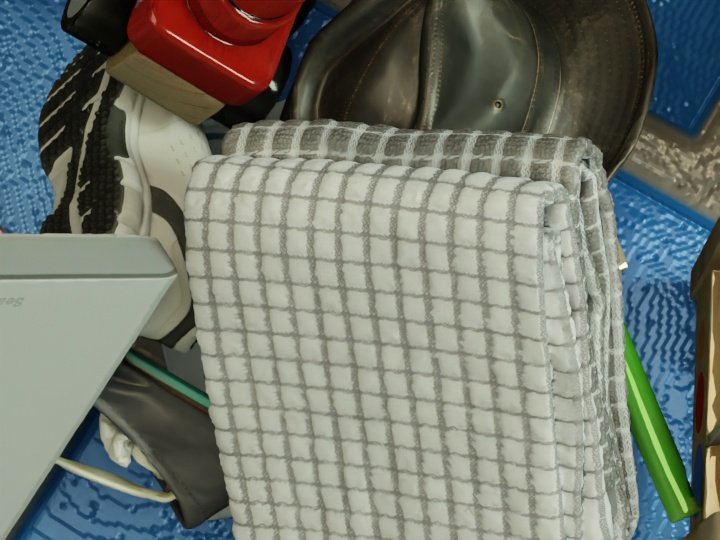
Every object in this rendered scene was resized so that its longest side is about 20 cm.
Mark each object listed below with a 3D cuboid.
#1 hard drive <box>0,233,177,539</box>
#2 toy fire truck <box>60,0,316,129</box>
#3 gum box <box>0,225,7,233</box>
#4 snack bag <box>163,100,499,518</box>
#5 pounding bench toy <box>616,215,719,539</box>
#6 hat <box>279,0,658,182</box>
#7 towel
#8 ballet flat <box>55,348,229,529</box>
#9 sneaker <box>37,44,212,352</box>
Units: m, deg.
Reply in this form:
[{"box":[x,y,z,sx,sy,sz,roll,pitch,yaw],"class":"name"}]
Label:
[{"box":[-0.173,0.064,0.965,0.200,0.131,0.026,-54,54,32],"class":"hard drive"},{"box":[-0.036,-0.176,0.991,0.128,0.200,0.177,31,62,-21],"class":"toy fire truck"},{"box":[-0.233,-0.008,1.120,0.113,0.066,0.200,-42,77,-5],"class":"gum box"},{"box":[0.000,0.000,1.109,0.199,0.021,0.189,-16,77,3],"class":"snack bag"},{"box":[0.170,0.065,1.021,0.199,0.124,0.157,4,78,1],"class":"pounding bench toy"},{"box":[0.023,-0.080,1.030,0.200,0.081,0.202,-16,60,29],"class":"hat"},{"box":[0.026,0.037,0.975,0.165,0.086,0.201,5,120,24],"class":"towel"},{"box":[-0.132,0.044,1.042,0.200,0.073,0.073,38,83,-8],"class":"ballet flat"},{"box":[-0.097,-0.041,1.068,0.074,0.080,0.201,-37,34,31],"class":"sneaker"}]
